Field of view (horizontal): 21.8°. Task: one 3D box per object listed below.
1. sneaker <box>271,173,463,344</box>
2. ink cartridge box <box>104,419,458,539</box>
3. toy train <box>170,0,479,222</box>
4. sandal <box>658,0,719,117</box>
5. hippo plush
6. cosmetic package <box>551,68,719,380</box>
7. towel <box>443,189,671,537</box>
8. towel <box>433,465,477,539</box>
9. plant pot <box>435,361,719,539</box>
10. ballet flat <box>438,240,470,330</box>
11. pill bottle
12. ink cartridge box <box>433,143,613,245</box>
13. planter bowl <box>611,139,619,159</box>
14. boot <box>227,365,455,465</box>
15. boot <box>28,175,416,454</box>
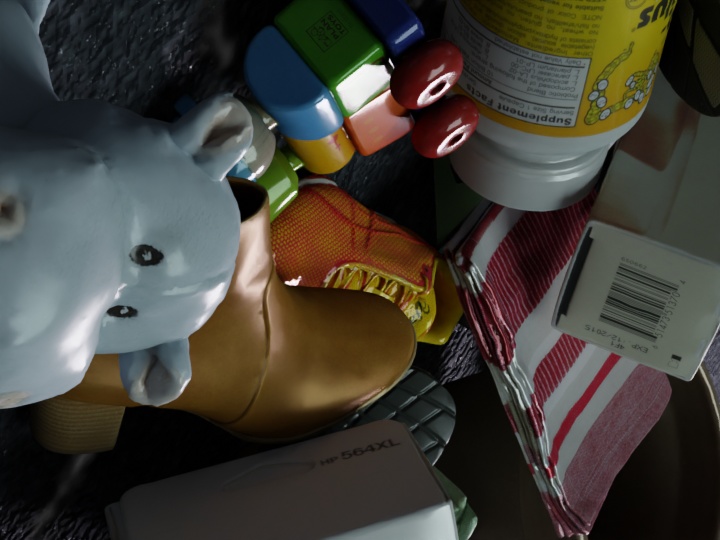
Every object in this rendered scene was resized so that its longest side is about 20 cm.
[{"bbox_3d":[0.000,0.000,0.955,0.200,0.077,0.073,5,118,-61],"label":"sneaker"},{"bbox_3d":[-0.022,0.188,0.856,0.145,0.084,0.201,-15,116,-9],"label":"ink cartridge box"},{"bbox_3d":[-0.013,-0.064,0.856,0.116,0.085,0.200,-38,164,-2],"label":"toy train"},{"bbox_3d":[0.177,-0.170,0.960,0.057,0.202,0.080,0,146,-10],"label":"sandal"},{"bbox_3d":[-0.120,-0.010,0.578,0.200,0.160,0.160,-21,139,-55],"label":"hippo plush"},{"bbox_3d":[0.183,-0.053,1.045,0.104,0.087,0.201,101,13,-50],"label":"cosmetic package"},{"bbox_3d":[0.119,0.032,1.066,0.144,0.023,0.201,-50,126,-42],"label":"towel"},{"bbox_3d":[-0.014,0.138,0.998,0.023,0.200,0.153,21,105,-29],"label":"towel"},{"bbox_3d":[0.120,0.131,1.220,0.200,0.174,0.202,3,86,-51],"label":"plant pot"},{"bbox_3d":[0.103,0.013,1.190,0.068,0.068,0.200,-56,161,22],"label":"ballet flat"},{"bbox_3d":[0.098,-0.130,0.929,0.113,0.112,0.201,-38,151,-37],"label":"pill bottle"},{"bbox_3d":[0.121,-0.109,1.098,0.200,0.048,0.146,-49,157,-23],"label":"ink cartridge box"},{"bbox_3d":[0.262,-0.051,1.280,0.200,0.134,0.201,-38,134,-53],"label":"planter bowl"},{"bbox_3d":[-0.038,0.101,0.964,0.200,0.068,0.131,-42,-167,12],"label":"boot"},{"bbox_3d":[-0.049,0.013,0.809,0.200,0.071,0.144,-12,146,-25],"label":"boot"}]
